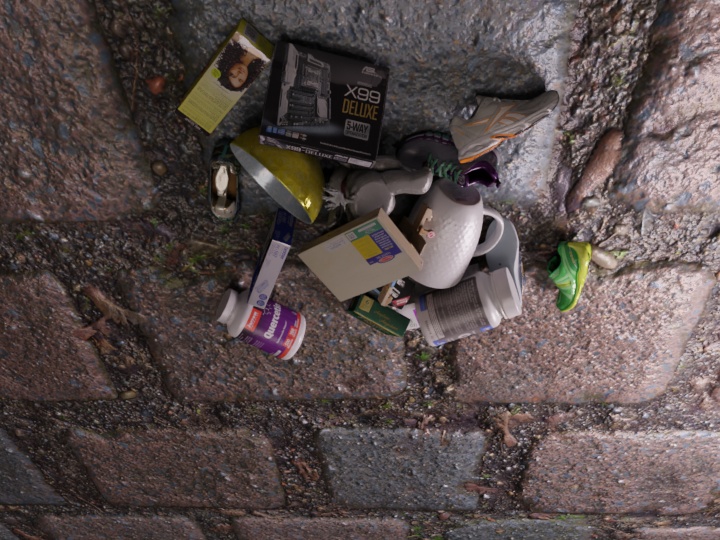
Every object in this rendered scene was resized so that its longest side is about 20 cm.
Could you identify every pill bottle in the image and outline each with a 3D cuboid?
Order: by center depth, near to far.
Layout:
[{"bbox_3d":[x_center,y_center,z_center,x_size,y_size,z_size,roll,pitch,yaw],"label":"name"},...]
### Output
[{"bbox_3d":[0.217,0.071,1.266,0.195,0.116,0.115,-20,131,20],"label":"pill bottle"},{"bbox_3d":[-0.230,0.119,1.449,0.196,0.115,0.112,27,131,-23],"label":"pill bottle"}]

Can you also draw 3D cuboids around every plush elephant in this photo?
[{"bbox_3d":[0.004,-0.142,1.138,0.194,0.156,0.169,9,113,-22],"label":"plush elephant"}]

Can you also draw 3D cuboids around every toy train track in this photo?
[{"bbox_3d":[0.088,-0.024,1.150,0.032,0.115,0.204,15,113,-25],"label":"toy train track"}]

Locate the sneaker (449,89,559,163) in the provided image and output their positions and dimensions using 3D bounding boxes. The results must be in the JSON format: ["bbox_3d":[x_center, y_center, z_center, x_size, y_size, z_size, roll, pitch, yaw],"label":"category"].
[{"bbox_3d":[0.241,-0.269,1.070,0.195,0.076,0.094,-28,91,6],"label":"sneaker"}]

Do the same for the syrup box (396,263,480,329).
[{"bbox_3d":[0.178,0.060,1.388,0.194,0.083,0.080,-14,130,15],"label":"syrup box"}]

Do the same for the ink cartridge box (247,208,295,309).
[{"bbox_3d":[-0.188,-0.022,1.321,0.043,0.096,0.202,16,134,-14],"label":"ink cartridge box"}]

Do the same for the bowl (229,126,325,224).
[{"bbox_3d":[-0.127,-0.193,1.124,0.108,0.199,0.201,-48,125,-8],"label":"bowl"}]

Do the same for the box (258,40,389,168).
[{"bbox_3d":[-0.058,-0.270,1.029,0.193,0.164,0.050,12,173,-8],"label":"box"}]

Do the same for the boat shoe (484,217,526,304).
[{"bbox_3d":[0.306,-0.019,1.316,0.069,0.091,0.207,-2,108,23],"label":"boat shoe"}]

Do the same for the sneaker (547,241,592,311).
[{"bbox_3d":[0.440,0.006,1.340,0.081,0.075,0.204,18,142,21],"label":"sneaker"}]

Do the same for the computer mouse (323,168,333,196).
[{"bbox_3d":[-0.015,-0.132,1.245,0.197,0.035,0.058,33,127,-26],"label":"computer mouse"}]

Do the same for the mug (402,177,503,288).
[{"bbox_3d":[0.184,-0.079,1.211,0.193,0.150,0.179,6,132,-16],"label":"mug"}]

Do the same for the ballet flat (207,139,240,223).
[{"bbox_3d":[-0.268,-0.155,1.215,0.071,0.076,0.204,7,135,-3],"label":"ballet flat"}]

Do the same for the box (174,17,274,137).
[{"bbox_3d":[-0.232,-0.321,1.061,0.074,0.051,0.199,32,129,-26],"label":"box"}]

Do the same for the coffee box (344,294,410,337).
[{"bbox_3d":[0.032,0.098,1.364,0.120,0.045,0.200,29,173,-6],"label":"coffee box"}]

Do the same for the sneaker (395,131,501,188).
[{"bbox_3d":[0.160,-0.194,1.134,0.192,0.089,0.076,3,136,0],"label":"sneaker"}]

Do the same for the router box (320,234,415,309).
[{"bbox_3d":[0.000,0.000,1.275,0.149,0.063,0.198,38,168,-28],"label":"router box"}]

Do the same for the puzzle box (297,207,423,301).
[{"bbox_3d":[-0.002,-0.022,1.106,0.196,0.026,0.134,-21,123,36],"label":"puzzle box"}]
